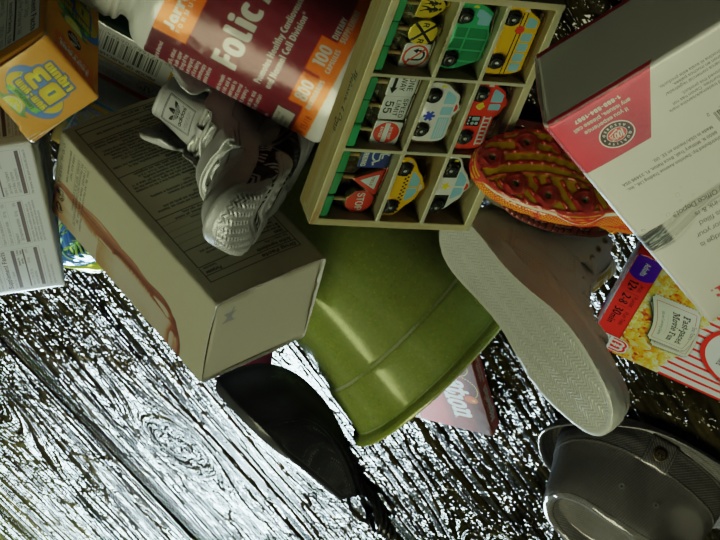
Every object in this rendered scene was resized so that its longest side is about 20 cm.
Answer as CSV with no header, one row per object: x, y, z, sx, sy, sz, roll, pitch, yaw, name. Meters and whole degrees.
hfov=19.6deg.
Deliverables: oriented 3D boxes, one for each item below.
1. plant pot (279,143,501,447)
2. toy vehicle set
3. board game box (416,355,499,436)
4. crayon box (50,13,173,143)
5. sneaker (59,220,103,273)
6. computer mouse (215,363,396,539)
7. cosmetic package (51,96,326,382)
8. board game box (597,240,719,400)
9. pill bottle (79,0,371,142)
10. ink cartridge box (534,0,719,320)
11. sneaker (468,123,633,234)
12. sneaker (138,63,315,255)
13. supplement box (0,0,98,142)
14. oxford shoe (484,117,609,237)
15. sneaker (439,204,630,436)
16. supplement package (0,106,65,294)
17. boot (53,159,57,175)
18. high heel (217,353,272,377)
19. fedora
0.000,0.000,1.612,0.190,0.200,0.200,44,149,-7,plant pot
0.045,-0.110,1.393,0.124,0.027,0.200,1,133,-23,toy vehicle set
0.058,0.077,1.837,0.103,0.019,0.200,12,148,22,board game box
-0.164,-0.138,1.628,0.126,0.052,0.200,28,151,-4,crayon box
-0.206,-0.041,1.662,0.200,0.076,0.105,-4,174,27,sneaker
-0.039,0.124,1.634,0.139,0.053,0.200,46,-179,43,computer mouse
-0.129,-0.027,1.522,0.200,0.103,0.087,47,142,29,cosmetic package
0.287,0.045,1.570,0.200,0.046,0.152,24,151,4,board game box
-0.088,-0.182,1.429,0.200,0.114,0.114,28,151,-5,pill bottle
0.225,-0.084,1.312,0.145,0.084,0.200,-31,124,21,ink cartridge box
0.166,-0.050,1.431,0.199,0.073,0.077,9,155,-16,sneaker
-0.103,-0.082,1.452,0.115,0.200,0.075,28,116,1,sneaker
-0.224,-0.180,1.454,0.069,0.200,0.067,-27,128,17,supplement box
0.100,-0.084,1.514,0.200,0.071,0.075,26,-177,-10,oxford shoe
0.158,0.021,1.515,0.200,0.115,0.074,55,142,23,sneaker
-0.296,-0.096,1.577,0.111,0.156,0.200,-8,149,-6,supplement package
-0.191,-0.044,1.757,0.200,0.096,0.074,9,147,28,boot
-0.092,0.047,1.747,0.067,0.200,0.096,-19,99,3,high heel
0.240,0.210,1.832,0.200,0.090,0.177,32,151,-10,fedora
